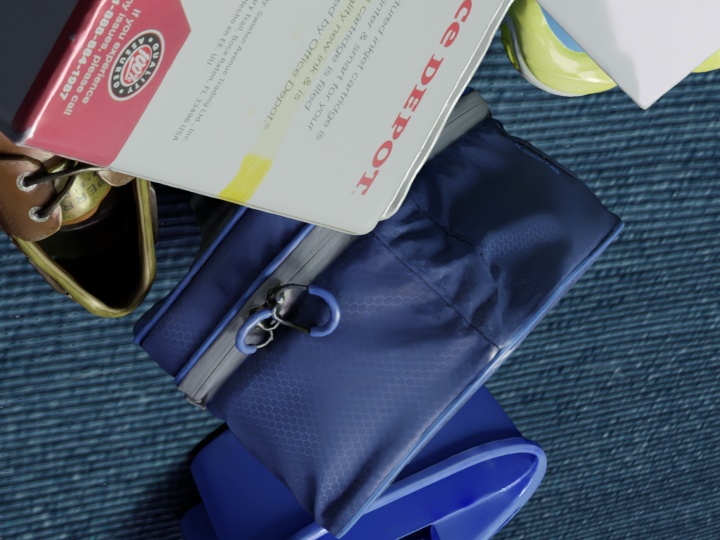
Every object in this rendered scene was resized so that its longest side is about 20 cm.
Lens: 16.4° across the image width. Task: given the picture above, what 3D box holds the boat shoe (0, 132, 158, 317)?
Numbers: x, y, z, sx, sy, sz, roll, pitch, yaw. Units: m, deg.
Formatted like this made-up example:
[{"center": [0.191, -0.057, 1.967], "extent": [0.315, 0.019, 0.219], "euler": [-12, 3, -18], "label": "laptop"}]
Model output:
[{"center": [-0.105, -0.048, 0.870], "extent": [0.072, 0.068, 0.200], "euler": [-30, 155, -3], "label": "boat shoe"}]

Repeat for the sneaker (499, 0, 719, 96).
[{"center": [0.153, -0.135, 1.010], "extent": [0.199, 0.076, 0.105], "euler": [-22, 152, -13], "label": "sneaker"}]

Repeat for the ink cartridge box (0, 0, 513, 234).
[{"center": [-0.038, -0.102, 0.785], "extent": [0.146, 0.083, 0.200], "euler": [-60, 150, 9], "label": "ink cartridge box"}]

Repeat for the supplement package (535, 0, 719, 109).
[{"center": [0.063, -0.176, 0.659], "extent": [0.156, 0.111, 0.200], "euler": [-40, 116, 16], "label": "supplement package"}]

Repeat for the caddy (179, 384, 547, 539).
[{"center": [0.001, 0.127, 1.290], "extent": [0.199, 0.105, 0.142], "euler": [-22, 153, -22], "label": "caddy"}]

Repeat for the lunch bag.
[{"center": [0.000, 0.000, 0.981], "extent": [0.136, 0.132, 0.200], "euler": [-49, 176, 24], "label": "lunch bag"}]
